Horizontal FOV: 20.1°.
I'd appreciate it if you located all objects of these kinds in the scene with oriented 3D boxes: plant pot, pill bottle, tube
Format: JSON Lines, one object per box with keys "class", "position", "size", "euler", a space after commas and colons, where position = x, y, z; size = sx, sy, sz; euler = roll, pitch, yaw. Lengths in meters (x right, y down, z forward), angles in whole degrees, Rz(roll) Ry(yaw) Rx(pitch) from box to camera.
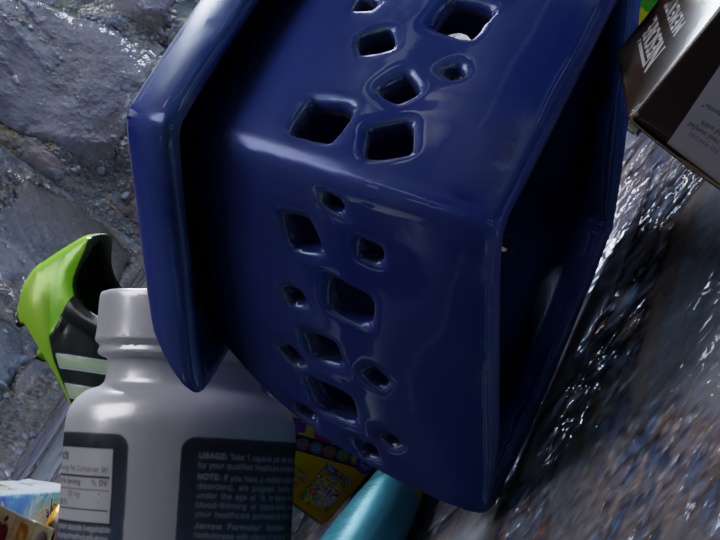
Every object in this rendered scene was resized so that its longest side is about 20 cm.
{"class": "plant pot", "position": [0.009, -0.042, 0.900], "size": [0.201, 0.178, 0.201], "euler": [89, -158, -48]}
{"class": "pill bottle", "position": [-0.092, 0.114, 1.022], "size": [0.120, 0.118, 0.202], "euler": [163, 111, -76]}
{"class": "tube", "position": [-0.005, 0.141, 0.973], "size": [0.077, 0.050, 0.200], "euler": [-43, 9, 35]}

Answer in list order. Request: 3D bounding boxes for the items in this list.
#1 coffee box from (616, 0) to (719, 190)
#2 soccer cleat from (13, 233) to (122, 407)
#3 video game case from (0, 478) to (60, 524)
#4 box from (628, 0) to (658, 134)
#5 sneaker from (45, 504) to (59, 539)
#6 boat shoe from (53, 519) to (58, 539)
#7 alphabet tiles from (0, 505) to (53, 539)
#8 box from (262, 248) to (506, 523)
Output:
{"class": "coffee box", "position": [0.193, -0.127, 0.791], "size": [0.200, 0.080, 0.113], "euler": [-52, 9, 17]}
{"class": "soccer cleat", "position": [-0.132, 0.072, 1.187], "size": [0.081, 0.201, 0.067], "euler": [-40, -15, 28]}
{"class": "video game case", "position": [-0.253, 0.245, 1.371], "size": [0.181, 0.045, 0.202], "euler": [20, -102, -78]}
{"class": "box", "position": [0.159, -0.210, 1.153], "size": [0.193, 0.122, 0.200], "euler": [-52, 10, 16]}
{"class": "sneaker", "position": [-0.170, 0.197, 1.446], "size": [0.079, 0.077, 0.200], "euler": [-56, -10, -9]}
{"class": "boat shoe", "position": [-0.159, 0.148, 1.246], "size": [0.202, 0.075, 0.075], "euler": [-44, 16, -13]}
{"class": "alphabet tiles", "position": [-0.243, 0.248, 1.256], "size": [0.166, 0.006, 0.202], "euler": [53, -126, -69]}
{"class": "box", "position": [0.000, 0.000, 1.170], "size": [0.193, 0.122, 0.200], "euler": [-50, 10, 22]}
